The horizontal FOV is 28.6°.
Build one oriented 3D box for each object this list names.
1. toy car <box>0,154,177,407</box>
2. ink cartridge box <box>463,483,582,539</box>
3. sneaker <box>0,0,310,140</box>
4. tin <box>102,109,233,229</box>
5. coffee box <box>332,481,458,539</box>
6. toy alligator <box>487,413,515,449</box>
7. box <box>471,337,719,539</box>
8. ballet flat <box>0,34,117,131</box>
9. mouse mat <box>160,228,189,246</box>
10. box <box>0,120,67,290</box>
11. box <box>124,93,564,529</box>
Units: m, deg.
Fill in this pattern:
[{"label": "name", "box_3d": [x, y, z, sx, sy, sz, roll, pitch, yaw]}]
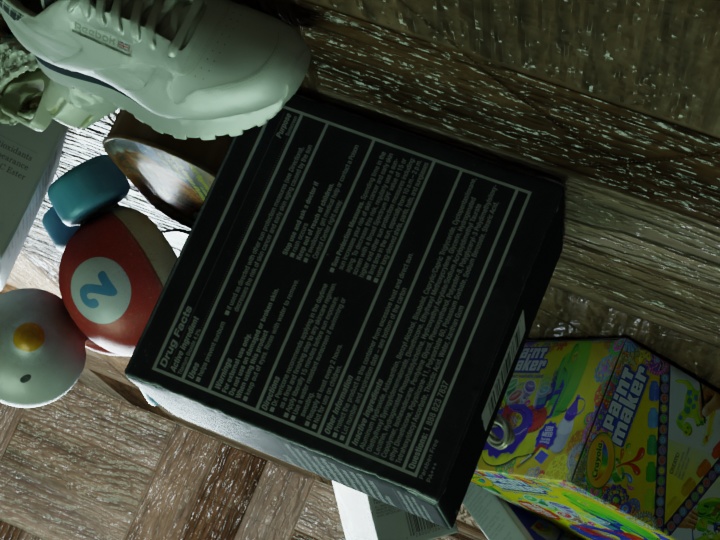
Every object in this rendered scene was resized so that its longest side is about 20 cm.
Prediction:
[{"label": "toy car", "box_3d": [-0.239, 0.045, 1.112, 0.185, 0.199, 0.177, 58, 161, 2]}, {"label": "ink cartridge box", "box_3d": [0.163, 0.212, 1.317, 0.197, 0.047, 0.200, 16, -152, -45]}, {"label": "sneaker", "box_3d": [-0.119, -0.129, 0.761, 0.199, 0.077, 0.081, 14, 154, 28]}, {"label": "tin", "box_3d": [-0.120, -0.068, 1.054, 0.112, 0.042, 0.200, 24, 167, 15]}, {"label": "coffee box", "box_3d": [0.015, 0.150, 1.298, 0.079, 0.201, 0.114, -12, 175, -18]}, {"label": "toy alligator", "box_3d": [0.034, 0.076, 1.107, 0.200, 0.059, 0.054, 39, -158, 26]}, {"label": "box", "box_3d": [0.208, 0.150, 1.156, 0.192, 0.122, 0.200, 30, 165, -20]}, {"label": "ballet flat", "box_3d": [-0.188, -0.120, 0.915, 0.072, 0.072, 0.200, 33, 163, -34]}, {"label": "mouse mat", "box_3d": [-0.069, -0.005, 1.158, 0.199, 0.008, 0.161, 16, 175, -17]}, {"label": "box", "box_3d": [-0.354, -0.092, 1.146, 0.198, 0.131, 0.200, 26, 167, -9]}, {"label": "box", "box_3d": [-0.002, 0.021, 0.856, 0.198, 0.201, 0.123, 21, 167, 13]}]
